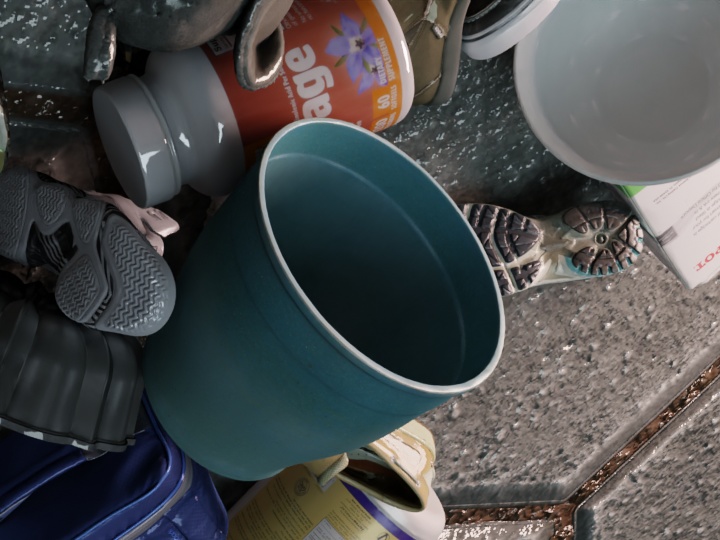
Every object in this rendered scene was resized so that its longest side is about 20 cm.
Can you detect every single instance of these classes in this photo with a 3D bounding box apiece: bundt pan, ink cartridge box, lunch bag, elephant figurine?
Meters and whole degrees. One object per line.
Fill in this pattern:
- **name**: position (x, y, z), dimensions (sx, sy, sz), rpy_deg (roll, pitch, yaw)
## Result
- **bundt pan**: position (-0.232, 0.047, 1.040), dimensions (0.201, 0.201, 0.077), rpy_deg (20, 93, -42)
- **ink cartridge box**: position (0.280, -0.099, 1.317), dimensions (0.146, 0.084, 0.200), rpy_deg (-40, 137, 2)
- **lunch bag**: position (-0.218, 0.181, 1.192), dimensions (0.199, 0.136, 0.133), rpy_deg (-33, 137, -2)
- **elephant figurine**: position (-0.084, -0.182, 0.953), dimensions (0.154, 0.143, 0.200), rpy_deg (-24, 164, 10)

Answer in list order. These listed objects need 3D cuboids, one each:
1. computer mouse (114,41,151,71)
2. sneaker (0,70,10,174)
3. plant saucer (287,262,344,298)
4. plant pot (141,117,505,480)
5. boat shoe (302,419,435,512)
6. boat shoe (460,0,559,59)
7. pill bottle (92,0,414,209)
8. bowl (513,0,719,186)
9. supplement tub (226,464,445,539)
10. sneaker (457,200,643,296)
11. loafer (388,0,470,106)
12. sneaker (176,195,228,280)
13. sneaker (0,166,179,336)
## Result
- **computer mouse**: position (-0.149, -0.209, 0.981), dimensions (0.058, 0.034, 0.202), rpy_deg (-20, 135, -18)
- **sneaker**: position (-0.273, -0.137, 0.947), dimensions (0.088, 0.077, 0.201), rpy_deg (-17, 130, -2)
- **plant saucer**: position (-0.048, 0.060, 1.168), dimensions (0.197, 0.030, 0.202), rpy_deg (0, 134, 0)
- **plant pot**: position (-0.041, 0.038, 1.015), dimensions (0.199, 0.202, 0.188), rpy_deg (15, 137, -40)
- **boat shoe**: position (-0.025, 0.122, 1.154), dimensions (0.198, 0.077, 0.072), rpy_deg (25, 130, -22)
- **boat shoe**: position (0.125, -0.247, 1.112), dimensions (0.071, 0.072, 0.201), rpy_deg (36, 91, -40)
- **pill bottle**: position (-0.072, -0.117, 1.042), dimensions (0.198, 0.112, 0.113), rpy_deg (-25, 136, -19)
- **bowl**: position (0.221, -0.149, 1.183), dimensions (0.201, 0.202, 0.090), rpy_deg (-39, 160, 3)
- **supplement tub**: position (-0.040, 0.235, 1.347), dimensions (0.200, 0.146, 0.145), rpy_deg (-45, 136, 8)
- **sneaker**: position (0.131, -0.012, 1.301), dimensions (0.197, 0.079, 0.086), rpy_deg (-1, 171, -10)
- **loafer**: position (0.035, -0.193, 1.084), dimensions (0.069, 0.075, 0.202), rpy_deg (-20, 134, -23)
- **sneaker**: position (-0.093, -0.014, 1.156), dimensions (0.098, 0.078, 0.202), rpy_deg (-15, 127, -3)
- **sneaker**: position (-0.158, -0.009, 1.033), dimensions (0.114, 0.199, 0.076), rpy_deg (15, 101, -46)
